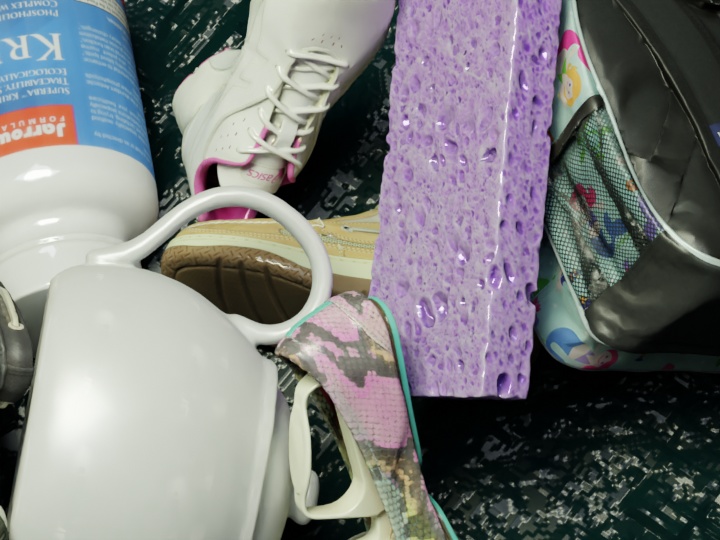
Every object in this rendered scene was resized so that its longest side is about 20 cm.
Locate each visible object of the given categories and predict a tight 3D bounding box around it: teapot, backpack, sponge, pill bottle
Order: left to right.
[{"bbox_3d":[-0.165,-0.061,1.378,0.112,0.112,0.201,-14,62,3],"label":"pill bottle"},{"bbox_3d":[-0.091,0.091,1.261,0.145,0.200,0.198,9,47,-7],"label":"teapot"},{"bbox_3d":[0.047,-0.039,1.252,0.030,0.111,0.201,8,85,-30],"label":"sponge"},{"bbox_3d":[0.150,-0.050,1.279,0.177,0.151,0.201,2,59,-39],"label":"backpack"}]

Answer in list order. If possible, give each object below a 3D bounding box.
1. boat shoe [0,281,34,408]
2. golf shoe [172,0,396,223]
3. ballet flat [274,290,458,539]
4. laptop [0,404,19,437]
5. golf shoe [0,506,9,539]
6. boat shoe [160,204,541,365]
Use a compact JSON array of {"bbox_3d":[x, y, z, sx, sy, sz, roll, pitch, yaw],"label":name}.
[{"bbox_3d":[-0.197,0.021,1.261,0.060,0.200,0.074,4,99,-17],"label":"boat shoe"},{"bbox_3d":[-0.035,-0.088,1.334,0.075,0.200,0.092,12,59,-20],"label":"golf shoe"},{"bbox_3d":[0.006,0.108,1.238,0.071,0.201,0.069,-25,20,-17],"label":"ballet flat"},{"bbox_3d":[-0.292,0.038,1.352,0.177,0.104,0.200,-29,34,-4],"label":"laptop"},{"bbox_3d":[-0.224,0.089,1.234,0.199,0.077,0.088,12,44,42],"label":"golf shoe"},{"bbox_3d":[0.000,0.000,1.352,0.199,0.072,0.076,12,54,5],"label":"boat shoe"}]
